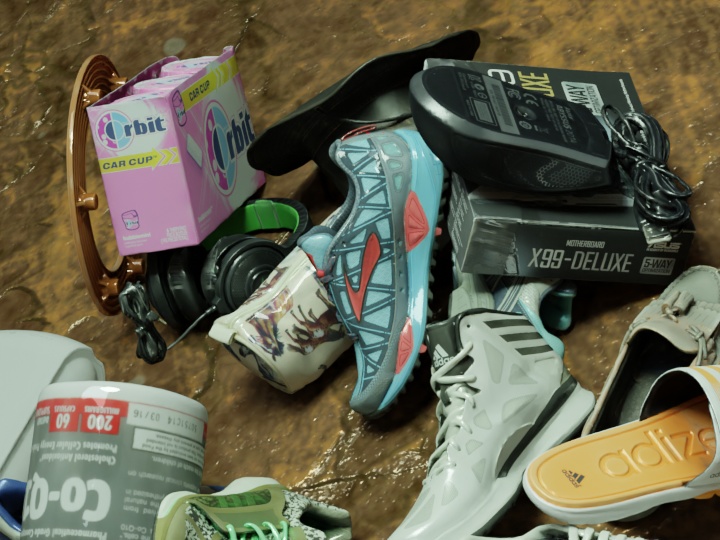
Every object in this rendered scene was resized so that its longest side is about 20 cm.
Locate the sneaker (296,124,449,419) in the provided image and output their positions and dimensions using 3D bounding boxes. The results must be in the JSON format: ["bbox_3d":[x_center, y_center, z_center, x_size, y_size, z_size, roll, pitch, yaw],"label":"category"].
[{"bbox_3d":[0.000,0.000,1.659,0.095,0.201,0.079,7,-1,-10],"label":"sneaker"}]

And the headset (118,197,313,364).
[{"bbox_3d":[-0.114,-0.003,1.802,0.123,0.094,0.200,-3,34,33],"label":"headset"}]

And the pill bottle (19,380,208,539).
[{"bbox_3d":[-0.164,0.180,1.553,0.113,0.114,0.201,-3,73,32],"label":"pill bottle"}]

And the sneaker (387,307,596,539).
[{"bbox_3d":[0.056,0.098,1.517,0.200,0.116,0.076,-43,9,-39],"label":"sneaker"}]

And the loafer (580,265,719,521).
[{"bbox_3d":[0.192,0.065,1.536,0.072,0.063,0.200,-1,46,35],"label":"loafer"}]

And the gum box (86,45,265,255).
[{"bbox_3d":[-0.136,-0.095,1.846,0.066,0.114,0.200,-8,14,15],"label":"gum box"}]

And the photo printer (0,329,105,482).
[{"bbox_3d":[-0.288,0.127,1.793,0.166,0.070,0.201,-1,46,34],"label":"photo printer"}]

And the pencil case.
[{"bbox_3d":[-0.017,0.001,1.725,0.200,0.090,0.078,-45,34,-10],"label":"pencil case"}]

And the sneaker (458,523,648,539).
[{"bbox_3d":[0.150,0.186,1.414,0.199,0.081,0.077,-7,41,26],"label":"sneaker"}]

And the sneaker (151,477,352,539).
[{"bbox_3d":[-0.066,0.171,1.523,0.088,0.077,0.200,-2,8,24],"label":"sneaker"}]

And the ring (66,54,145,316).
[{"bbox_3d":[-0.189,-0.065,1.845,0.019,0.201,0.201,-2,43,10],"label":"ring"}]

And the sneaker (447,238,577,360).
[{"bbox_3d":[0.106,0.014,1.665,0.086,0.078,0.201,-1,42,5],"label":"sneaker"}]

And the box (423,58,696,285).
[{"bbox_3d":[0.131,-0.071,1.683,0.157,0.050,0.200,4,36,-12],"label":"box"}]

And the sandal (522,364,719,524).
[{"bbox_3d":[0.193,0.097,1.442,0.206,0.059,0.079,-16,47,-28],"label":"sandal"}]

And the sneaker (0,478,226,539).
[{"bbox_3d":[-0.167,0.172,1.644,0.199,0.088,0.075,-12,39,22],"label":"sneaker"}]

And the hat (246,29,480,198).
[{"bbox_3d":[0.019,-0.099,1.822,0.200,0.201,0.081,-28,81,-5],"label":"hat"}]

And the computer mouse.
[{"bbox_3d":[0.117,-0.077,1.606,0.139,0.199,0.053,-96,27,-55],"label":"computer mouse"}]
